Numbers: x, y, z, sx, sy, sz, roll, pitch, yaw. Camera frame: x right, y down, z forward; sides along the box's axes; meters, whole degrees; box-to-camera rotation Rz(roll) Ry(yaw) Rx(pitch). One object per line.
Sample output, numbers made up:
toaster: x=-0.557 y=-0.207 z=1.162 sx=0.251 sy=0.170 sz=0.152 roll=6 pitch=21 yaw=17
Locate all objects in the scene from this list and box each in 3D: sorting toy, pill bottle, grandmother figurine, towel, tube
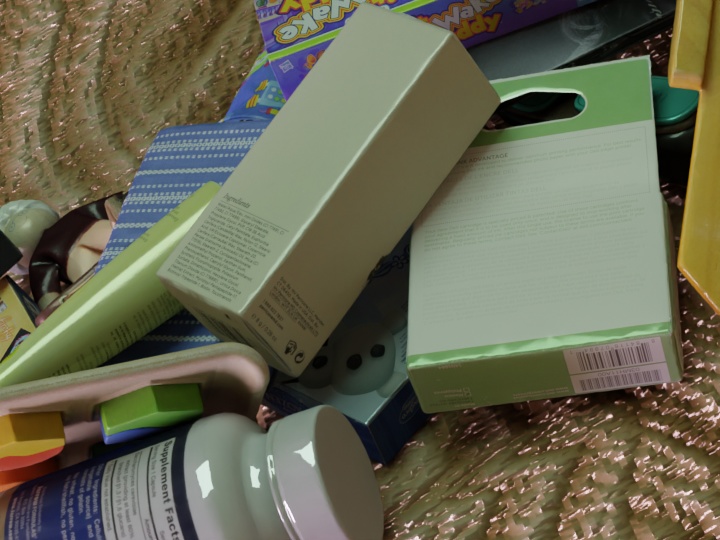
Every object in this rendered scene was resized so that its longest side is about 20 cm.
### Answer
sorting toy: x=-0.155 y=0.092 z=1.293 sx=0.199 sy=0.185 sz=0.037 roll=-7 pitch=72 yaw=-11
pill bottle: x=-0.094 y=0.141 z=1.260 sx=0.199 sy=0.111 sz=0.111 roll=-20 pitch=34 yaw=18
grandmother figurine: x=-0.179 y=-0.015 z=1.593 sx=0.200 sy=0.061 sz=0.121 roll=11 pitch=44 yaw=44
towel: x=-0.088 y=-0.009 z=1.400 sx=0.144 sy=0.024 sz=0.200 roll=-1 pitch=50 yaw=26
tube: x=-0.147 y=0.027 z=1.338 sx=0.200 sy=0.058 sz=0.052 roll=-39 pitch=41 yaw=-11

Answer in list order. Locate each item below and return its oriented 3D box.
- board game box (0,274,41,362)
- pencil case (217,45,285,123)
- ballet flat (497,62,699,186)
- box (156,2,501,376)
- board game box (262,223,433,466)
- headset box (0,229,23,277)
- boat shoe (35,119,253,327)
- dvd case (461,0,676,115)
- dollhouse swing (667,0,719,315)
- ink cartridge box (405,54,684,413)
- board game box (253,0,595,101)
board game box: x=-0.236 y=0.099 z=1.486 sx=0.135 sy=0.035 sz=0.200 roll=-41 pitch=35 yaw=1
pencil case: x=-0.036 y=-0.134 z=1.611 sx=0.087 sy=0.078 sz=0.200 roll=-30 pitch=26 yaw=43
ballet flat: x=0.133 y=-0.093 z=1.415 sx=0.068 sy=0.069 sz=0.200 roll=-41 pitch=42 yaw=-20
box: x=-0.016 y=-0.046 z=1.311 sx=0.082 sy=0.068 sz=0.200 roll=26 pitch=73 yaw=44
board game box: x=0.000 y=0.000 z=1.402 sx=0.199 sy=0.043 sz=0.200 roll=24 pitch=61 yaw=38
headset box: x=-0.335 y=0.020 z=1.587 sx=0.174 sy=0.093 sz=0.200 roll=-45 pitch=13 yaw=-18
boat shoe: x=-0.128 y=-0.026 z=1.478 sx=0.200 sy=0.072 sz=0.072 roll=-54 pitch=-5 yaw=-19
dvd case: x=0.097 y=-0.184 z=1.453 sx=0.148 sy=0.016 sz=0.200 roll=-26 pitch=45 yaw=-5
dollhouse swing: x=0.258 y=-0.065 z=1.241 sx=0.199 sy=0.176 sz=0.182 roll=7 pitch=8 yaw=6
ink cartridge box: x=0.100 y=-0.022 z=1.313 sx=0.145 sy=0.048 sz=0.200 roll=-8 pitch=48 yaw=13
board game box: x=0.033 y=-0.186 z=1.436 sx=0.199 sy=0.045 sz=0.135 roll=-20 pitch=45 yaw=4
